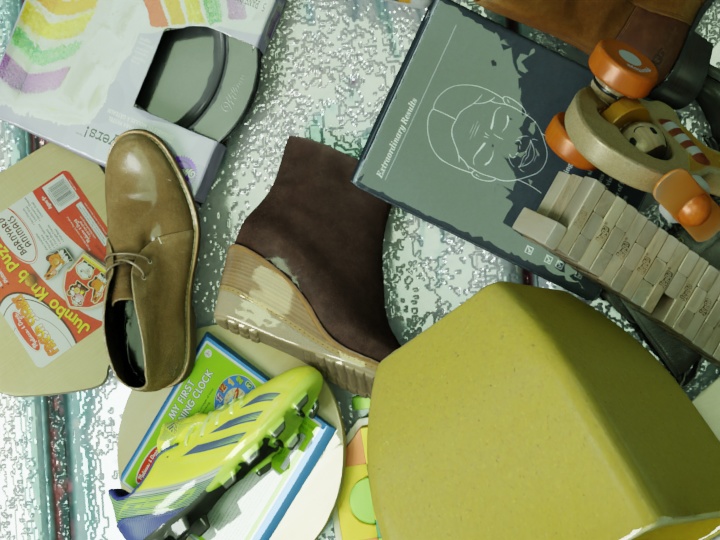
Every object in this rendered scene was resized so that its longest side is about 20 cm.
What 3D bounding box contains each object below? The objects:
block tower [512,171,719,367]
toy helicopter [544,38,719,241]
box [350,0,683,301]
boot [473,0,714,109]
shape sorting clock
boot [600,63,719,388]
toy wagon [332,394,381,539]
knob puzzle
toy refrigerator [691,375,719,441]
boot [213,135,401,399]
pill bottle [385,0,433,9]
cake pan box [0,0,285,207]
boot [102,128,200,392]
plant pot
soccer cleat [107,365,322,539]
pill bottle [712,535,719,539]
[{"bbox_3d":[0.203,0.002,1.018,0.199,0.054,0.058,31,90,-23],"label":"block tower"},{"bbox_3d":[0.227,-0.067,0.979,0.198,0.133,0.079,17,123,-21],"label":"toy helicopter"},{"bbox_3d":[0.110,-0.089,1.081,0.198,0.107,0.150,26,93,-4],"label":"box"},{"bbox_3d":[0.174,-0.235,1.050,0.199,0.068,0.190,24,77,-27],"label":"boot"},{"bbox_3d":[-0.103,0.143,1.150,0.198,0.039,0.203,-1,87,17],"label":"shape sorting clock"},{"bbox_3d":[0.249,-0.033,1.092,0.173,0.069,0.201,-32,92,6],"label":"boot"},{"bbox_3d":[0.074,0.165,1.133,0.198,0.040,0.157,-9,88,9],"label":"toy wagon"},{"bbox_3d":[-0.264,0.014,1.175,0.217,0.030,0.222,1,78,-2],"label":"knob puzzle"},{"bbox_3d":[0.246,0.151,1.096,0.200,0.070,0.076,-43,77,5],"label":"toy refrigerator"},{"bbox_3d":[0.000,0.000,1.119,0.198,0.072,0.168,25,71,1],"label":"boot"},{"bbox_3d":[-0.025,-0.278,1.114,0.198,0.116,0.118,16,92,7],"label":"pill bottle"},{"bbox_3d":[-0.176,-0.170,1.161,0.198,0.052,0.186,24,92,4],"label":"cake pan box"},{"bbox_3d":[-0.165,-0.007,1.106,0.073,0.075,0.203,-5,92,16],"label":"boot"},{"bbox_3d":[0.117,0.123,0.995,0.195,0.193,0.201,-37,66,26],"label":"plant pot"},{"bbox_3d":[-0.113,0.132,1.101,0.200,0.065,0.084,-44,69,10],"label":"soccer cleat"},{"bbox_3d":[0.350,0.243,1.059,0.109,0.109,0.200,-43,84,5],"label":"pill bottle"}]
